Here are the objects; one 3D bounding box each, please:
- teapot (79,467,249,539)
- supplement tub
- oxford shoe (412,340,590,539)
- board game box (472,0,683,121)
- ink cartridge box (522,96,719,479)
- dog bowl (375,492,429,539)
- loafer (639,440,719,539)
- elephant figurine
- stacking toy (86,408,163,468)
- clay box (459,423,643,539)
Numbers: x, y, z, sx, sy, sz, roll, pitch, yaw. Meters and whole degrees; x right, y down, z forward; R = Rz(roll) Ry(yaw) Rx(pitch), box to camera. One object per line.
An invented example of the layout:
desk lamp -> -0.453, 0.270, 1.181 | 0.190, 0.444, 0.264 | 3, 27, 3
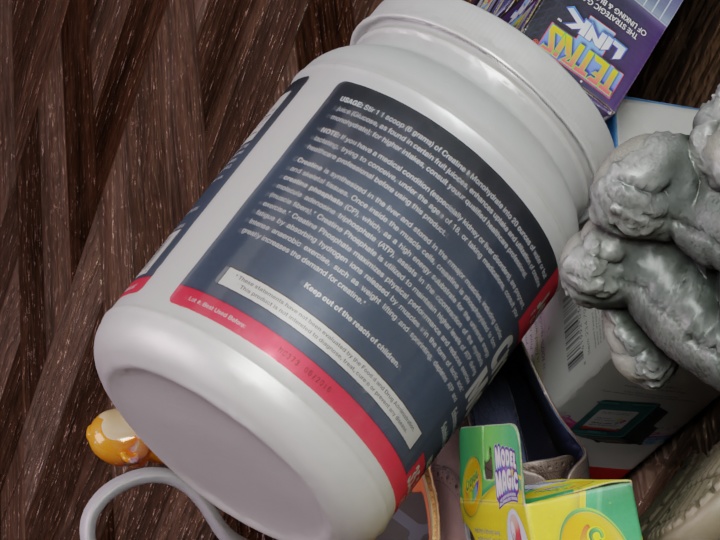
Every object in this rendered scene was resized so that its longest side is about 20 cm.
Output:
teapot -> -0.130, 0.263, 1.860 | 0.200, 0.146, 0.198 | -98, 22, -43
supplement tub -> 0.000, 0.000, 1.172 | 0.200, 0.140, 0.140 | -52, 6, -21
oxford shoe -> 0.068, 0.115, 1.219 | 0.073, 0.071, 0.201 | -51, 54, 55
board game box -> 0.094, -0.118, 1.291 | 0.166, 0.057, 0.200 | -59, 8, -20
ink cartridge box -> 0.105, 0.020, 1.293 | 0.200, 0.067, 0.117 | 129, 144, -60
dog bowl -> -0.001, 0.060, 1.381 | 0.200, 0.058, 0.201 | 170, 90, -79
loafer -> 0.140, 0.113, 1.125 | 0.076, 0.067, 0.200 | -48, -4, -8
elephant figurine -> 0.169, 0.038, 0.989 | 0.200, 0.155, 0.142 | 51, 174, 33
stacking toy -> -0.049, 0.094, 1.552 | 0.116, 0.199, 0.110 | -104, 26, -53
clay box -> 0.083, 0.154, 1.099 | 0.115, 0.047, 0.201 | 162, 98, -79
